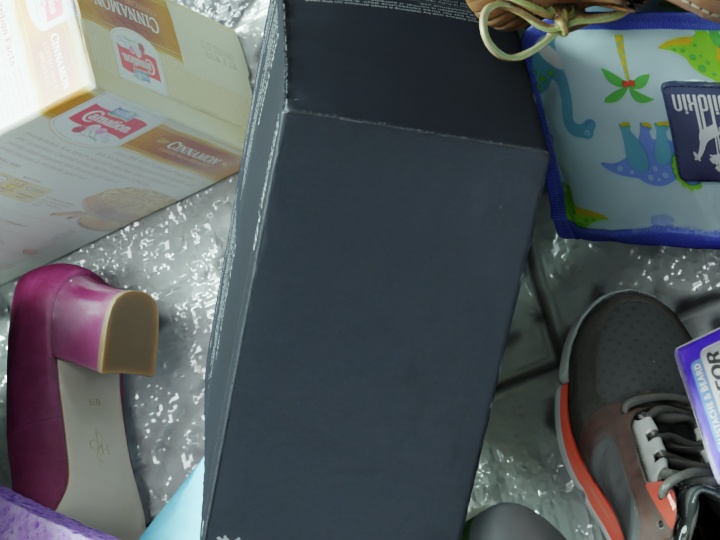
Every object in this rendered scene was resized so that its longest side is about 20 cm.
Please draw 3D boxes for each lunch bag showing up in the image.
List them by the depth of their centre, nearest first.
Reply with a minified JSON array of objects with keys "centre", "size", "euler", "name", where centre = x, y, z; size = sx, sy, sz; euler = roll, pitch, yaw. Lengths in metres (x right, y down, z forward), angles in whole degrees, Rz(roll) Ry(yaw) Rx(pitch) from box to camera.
[{"centre":[0.159,-0.107,1.100],"size":[0.169,0.127,0.202],"euler":[4,95,32],"name":"lunch bag"}]

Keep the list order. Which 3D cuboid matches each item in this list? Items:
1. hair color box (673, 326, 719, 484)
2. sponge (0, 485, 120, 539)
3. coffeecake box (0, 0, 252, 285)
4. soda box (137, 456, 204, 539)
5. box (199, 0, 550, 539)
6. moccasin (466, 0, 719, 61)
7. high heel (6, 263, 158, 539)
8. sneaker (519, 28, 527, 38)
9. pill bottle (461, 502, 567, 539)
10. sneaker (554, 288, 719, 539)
[{"centre":[0.235,0.028,1.029],"size":[0.199,0.109,0.065],"euler":[-26,63,23],"name":"hair color box"},{"centre":[-0.128,0.169,1.159],"size":[0.199,0.030,0.112],"euler":[16,91,46],"name":"sponge"},{"centre":[-0.169,-0.060,1.248],"size":[0.199,0.153,0.074],"euler":[-24,70,22],"name":"coffeecake box"},{"centre":[-0.076,0.159,1.204],"size":[0.068,0.064,0.200],"euler":[45,102,29],"name":"soda box"},{"centre":[0.000,0.000,1.080],"size":[0.103,0.182,0.201],"euler":[9,115,-5],"name":"box"},{"centre":[0.065,-0.123,1.045],"size":[0.200,0.073,0.078],"euler":[18,102,30],"name":"moccasin"},{"centre":[-0.150,0.098,1.267],"size":[0.096,0.067,0.202],"euler":[10,95,51],"name":"high heel"},{"centre":[0.036,-0.095,1.180],"size":[0.074,0.087,0.201],"euler":[30,96,29],"name":"sneaker"},{"centre":[0.012,0.194,1.122],"size":[0.199,0.111,0.112],"euler":[-35,65,19],"name":"pill bottle"},{"centre":[0.133,0.090,1.071],"size":[0.076,0.082,0.201],"euler":[-2,63,-15],"name":"sneaker"}]
